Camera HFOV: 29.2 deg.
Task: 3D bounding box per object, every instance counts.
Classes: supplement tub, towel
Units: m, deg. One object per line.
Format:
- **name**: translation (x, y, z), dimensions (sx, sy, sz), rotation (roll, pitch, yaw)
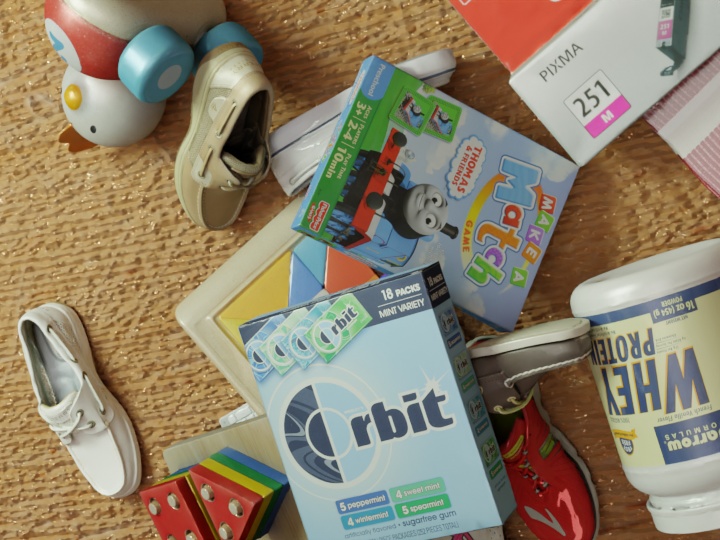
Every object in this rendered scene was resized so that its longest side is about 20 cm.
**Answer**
- **supplement tub**: translation (0.259, 0.089, 1.086), dimensions (0.143, 0.145, 0.202), rotation (-18, 90, 20)
- **towel**: translation (0.291, -0.160, 1.111), dimensions (0.144, 0.023, 0.200), rotation (-45, 83, 17)

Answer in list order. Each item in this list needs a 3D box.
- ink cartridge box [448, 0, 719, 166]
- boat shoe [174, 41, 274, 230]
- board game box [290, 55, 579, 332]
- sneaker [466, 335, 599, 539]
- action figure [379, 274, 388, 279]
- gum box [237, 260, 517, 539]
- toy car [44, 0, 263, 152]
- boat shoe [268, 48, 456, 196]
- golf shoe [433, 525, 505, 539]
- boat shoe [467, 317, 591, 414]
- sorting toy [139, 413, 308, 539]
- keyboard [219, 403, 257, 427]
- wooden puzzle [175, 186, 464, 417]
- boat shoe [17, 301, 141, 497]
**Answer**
- **ink cartridge box**: translation (0.193, -0.213, 1.085), dimensions (0.200, 0.044, 0.174), rotation (-41, 97, 16)
- **boat shoe**: translation (-0.114, -0.099, 1.191), dimensions (0.065, 0.071, 0.201), rotation (48, 147, 28)
- **board game box**: translation (0.063, -0.060, 1.125), dimensions (0.198, 0.037, 0.153), rotation (26, 81, -14)
- **sneaker**: translation (0.133, 0.153, 1.170), dimensions (0.077, 0.085, 0.202), rotation (-30, 86, 21)
- **action figure**: translation (0.000, 0.000, 1.166), dimensions (0.199, 0.065, 0.100), rotation (-33, 93, -5)
- **gum box**: translation (0.012, 0.113, 1.083), dimensions (0.168, 0.044, 0.202), rotation (-17, 94, 26)
- **toy car**: translation (-0.222, -0.174, 1.222), dimensions (0.184, 0.176, 0.201), rotation (45, 121, 20)
- **boat shoe**: translation (0.005, -0.126, 1.196), dimensions (0.199, 0.073, 0.066), rotation (-25, 92, 31)
- **golf shoe**: translation (0.077, 0.202, 1.178), dimensions (0.092, 0.073, 0.201), rotation (-34, 119, -3)
- **boat shoe**: translation (0.103, 0.085, 1.098), dimensions (0.198, 0.072, 0.060), rotation (-19, 87, 37)
- **sorting toy**: translation (-0.097, 0.241, 1.217), dimensions (0.198, 0.069, 0.202), rotation (-23, 93, 50)
- **keyboard**: translation (-0.062, 0.215, 1.287), dimensions (0.056, 0.011, 0.202), rotation (-30, 87, 20)
- **wooden puzzle**: translation (-0.037, 0.047, 1.208), dimensions (0.185, 0.037, 0.200), rotation (-42, 80, -5)
- **boat shoe**: translation (-0.277, 0.130, 1.320), dimensions (0.070, 0.069, 0.202), rotation (-27, 88, 18)
